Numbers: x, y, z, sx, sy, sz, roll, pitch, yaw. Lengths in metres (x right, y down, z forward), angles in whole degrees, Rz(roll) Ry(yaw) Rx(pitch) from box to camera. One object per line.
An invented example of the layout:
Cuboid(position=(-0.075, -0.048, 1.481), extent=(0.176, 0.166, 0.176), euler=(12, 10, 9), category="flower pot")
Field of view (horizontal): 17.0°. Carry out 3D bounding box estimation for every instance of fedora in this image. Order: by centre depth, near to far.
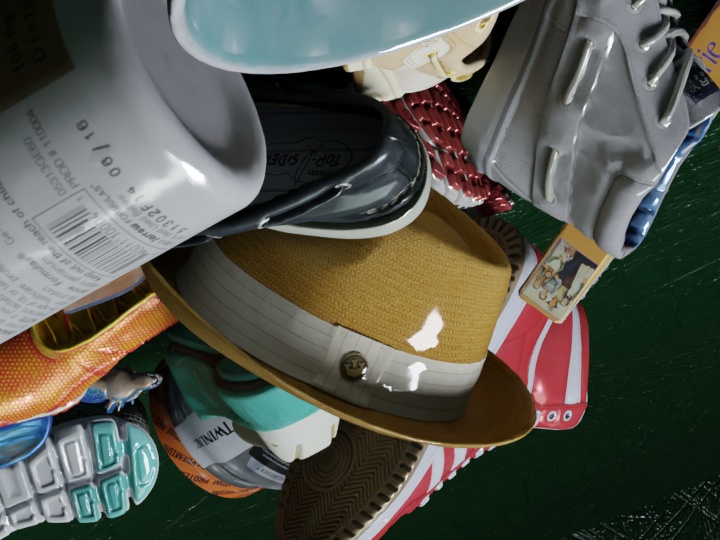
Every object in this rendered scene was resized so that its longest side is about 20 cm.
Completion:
Cuboid(position=(0.000, 0.000, 1.056), extent=(0.200, 0.200, 0.082), euler=(0, 121, -58), category="fedora")

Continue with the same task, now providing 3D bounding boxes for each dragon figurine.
Cuboid(position=(-0.199, 0.072, 1.296), extent=(0.199, 0.059, 0.099), euler=(-24, 166, -4), category="dragon figurine")

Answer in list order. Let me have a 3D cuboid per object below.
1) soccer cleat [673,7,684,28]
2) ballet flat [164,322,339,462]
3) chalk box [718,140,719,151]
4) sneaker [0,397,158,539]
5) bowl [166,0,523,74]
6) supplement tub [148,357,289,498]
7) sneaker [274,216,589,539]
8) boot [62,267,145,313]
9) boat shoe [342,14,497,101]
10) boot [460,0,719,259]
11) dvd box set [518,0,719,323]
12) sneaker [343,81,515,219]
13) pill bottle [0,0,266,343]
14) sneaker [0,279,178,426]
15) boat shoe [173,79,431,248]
Cuboid(position=(0.102, -0.097, 1.127), extent=(0.086, 0.070, 0.200), euler=(-40, 167, 1), category="soccer cleat")
Cuboid(position=(-0.041, 0.056, 1.183), extent=(0.067, 0.071, 0.200), euler=(-32, -167, -15), category="ballet flat")
Cuboid(position=(0.301, -0.112, 1.241), extent=(0.200, 0.124, 0.125), euler=(-46, 170, -11), category="chalk box")
Cuboid(position=(-0.210, 0.111, 1.396), extent=(0.199, 0.078, 0.091), euler=(-8, -157, 5), category="sneaker")
Cuboid(position=(0.017, -0.154, 0.734), extent=(0.200, 0.105, 0.201), euler=(-22, 165, -6), category="bowl")
Cuboid(position=(-0.021, 0.045, 1.355), extent=(0.200, 0.123, 0.122), euler=(-35, 162, 34), category="supplement tub")
Cuboid(position=(0.044, 0.080, 1.227), extent=(0.200, 0.071, 0.112), euler=(-55, 141, -1), category="sneaker")
Cuboid(position=(-0.180, -0.002, 1.062), extent=(0.200, 0.075, 0.097), euler=(-30, 159, -19), category="boot")
Cuboid(position=(0.021, -0.113, 0.944), extent=(0.069, 0.074, 0.200), euler=(-12, 176, 3), category="boat shoe")
Cuboid(position=(0.116, -0.100, 0.988), extent=(0.073, 0.095, 0.200), euler=(-34, 153, -45), category="boot")
Cuboid(position=(0.156, -0.079, 1.157), extent=(0.200, 0.029, 0.146), euler=(-58, 173, 35), category="dvd box set")
Cuboid(position=(0.019, -0.047, 1.180), extent=(0.082, 0.078, 0.200), euler=(-25, 166, 8), category="sneaker")
Cuboid(position=(-0.145, -0.031, 0.896), extent=(0.199, 0.115, 0.114), euler=(-29, 165, 17), category="pill bottle")
Cuboid(position=(-0.122, 0.007, 1.182), extent=(0.200, 0.073, 0.077), euler=(-33, 168, -11), category="sneaker")
Cuboid(position=(-0.073, -0.045, 0.979), extent=(0.198, 0.075, 0.066), euler=(4, 163, 7), category="boat shoe")
